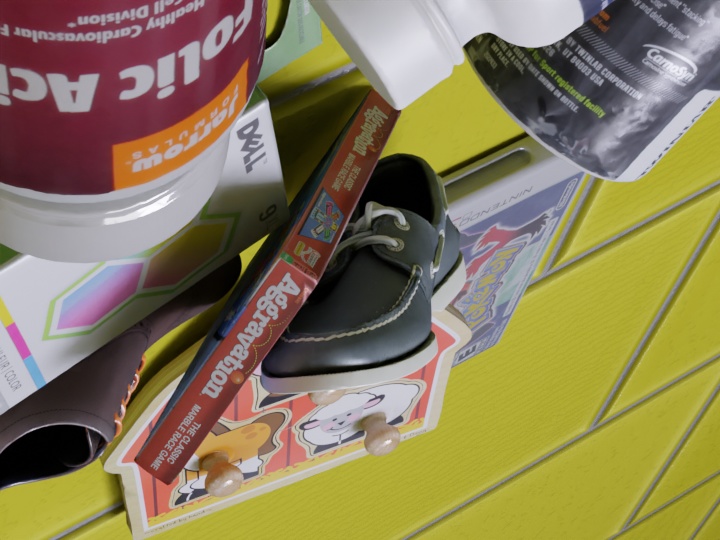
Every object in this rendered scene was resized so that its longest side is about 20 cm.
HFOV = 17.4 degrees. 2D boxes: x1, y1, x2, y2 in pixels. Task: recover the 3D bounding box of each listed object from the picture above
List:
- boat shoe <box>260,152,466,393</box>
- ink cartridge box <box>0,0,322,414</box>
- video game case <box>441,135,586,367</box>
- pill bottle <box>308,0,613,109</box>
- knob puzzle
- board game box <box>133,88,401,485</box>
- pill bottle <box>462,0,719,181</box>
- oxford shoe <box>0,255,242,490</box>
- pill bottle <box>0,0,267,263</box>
[{"bbox_3d":[0.000,0.000,0.972,0.072,0.062,0.200,-5,-166,15],"label":"boat shoe"},{"bbox_3d":[-0.082,-0.035,0.864,0.199,0.059,0.104,-34,160,-11],"label":"ink cartridge box"},{"bbox_3d":[0.026,0.015,1.211,0.182,0.023,0.200,-26,157,-29],"label":"video game case"},{"bbox_3d":[0.067,-0.147,0.799,0.200,0.111,0.111,-38,160,-1],"label":"pill bottle"},{"bbox_3d":[-0.032,0.067,1.157,0.218,0.031,0.220,-20,153,-11],"label":"knob puzzle"},{"bbox_3d":[-0.032,0.001,0.935,0.103,0.019,0.200,-55,-176,24],"label":"board game box"},{"bbox_3d":[0.138,-0.139,0.945,0.200,0.106,0.106,-48,158,26],"label":"pill bottle"},{"bbox_3d":[-0.114,0.043,0.951,0.200,0.073,0.071,-32,160,-35],"label":"oxford shoe"},{"bbox_3d":[-0.081,-0.090,0.664,0.114,0.114,0.200,-30,158,-19],"label":"pill bottle"}]
